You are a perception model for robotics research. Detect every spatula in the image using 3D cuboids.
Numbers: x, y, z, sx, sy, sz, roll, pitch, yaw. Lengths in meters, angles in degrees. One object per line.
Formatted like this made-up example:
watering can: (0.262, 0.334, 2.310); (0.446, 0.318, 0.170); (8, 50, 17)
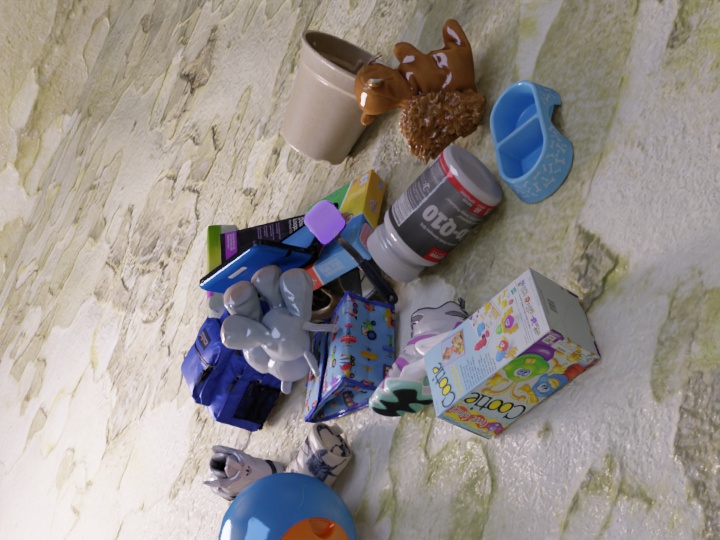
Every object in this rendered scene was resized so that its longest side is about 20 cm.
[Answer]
spatula: (-0.009, -0.025, 1.651); (0.056, 0.200, 0.021); (-43, -4, 13)

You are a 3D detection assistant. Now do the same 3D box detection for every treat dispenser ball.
treat dispenser ball: (-0.103, 0.389, 1.494); (0.200, 0.199, 0.203); (-32, 45, 38)

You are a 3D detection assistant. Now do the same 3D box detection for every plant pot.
plant pot: (-0.053, -0.303, 1.917); (0.185, 0.198, 0.201); (-61, 32, 24)

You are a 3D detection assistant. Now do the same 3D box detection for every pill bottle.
pill bottle: (0.108, -0.081, 1.593); (0.200, 0.113, 0.115); (-46, 37, 26)

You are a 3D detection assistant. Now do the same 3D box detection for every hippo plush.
hippo plush: (-0.116, 0.095, 1.677); (0.197, 0.161, 0.161); (17, 66, 15)

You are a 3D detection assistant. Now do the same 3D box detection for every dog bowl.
dog bowl: (0.242, -0.194, 1.540); (0.111, 0.049, 0.202); (-37, 41, 35)

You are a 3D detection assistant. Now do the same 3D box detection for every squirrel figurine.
squirrel figurine: (0.090, -0.274, 1.669); (0.202, 0.184, 0.142); (65, 153, 27)

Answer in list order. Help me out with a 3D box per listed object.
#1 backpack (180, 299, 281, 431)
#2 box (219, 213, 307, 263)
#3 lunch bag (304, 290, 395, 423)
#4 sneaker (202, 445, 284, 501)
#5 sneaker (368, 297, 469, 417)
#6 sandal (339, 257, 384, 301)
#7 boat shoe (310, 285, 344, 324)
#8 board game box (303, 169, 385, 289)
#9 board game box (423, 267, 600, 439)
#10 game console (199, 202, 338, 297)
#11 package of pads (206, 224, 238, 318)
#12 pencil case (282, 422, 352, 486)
backpack: (-0.202, 0.149, 1.824); (0.201, 0.166, 0.163); (-57, 40, 13)
box: (-0.152, -0.026, 1.889); (0.197, 0.036, 0.144); (-13, 49, 3)
lunch bag: (-0.032, 0.148, 1.679); (0.200, 0.093, 0.153); (-41, 40, 51)
sneaker: (-0.223, 0.337, 1.773); (0.199, 0.114, 0.076); (-14, 57, 50)
sneaker: (0.087, 0.115, 1.537); (0.199, 0.077, 0.141); (-35, 40, 23)
sandal: (0.000, -0.001, 1.744); (0.080, 0.057, 0.201); (-42, 27, 4)
boat shoe: (-0.080, 0.050, 1.800); (0.199, 0.076, 0.073); (0, 68, 54)
board game box: (-0.037, -0.065, 1.777); (0.152, 0.040, 0.202); (-29, 31, 30)
board game box: (0.190, 0.111, 1.361); (0.200, 0.102, 0.106); (-42, 39, 30)
game console: (-0.151, -0.041, 1.741); (0.199, 0.169, 0.120); (-31, 56, 46)
package of pads: (-0.247, 0.037, 1.986); (0.156, 0.067, 0.202); (87, 178, -52)
pencil case: (-0.090, 0.329, 1.628); (0.201, 0.077, 0.090); (-56, 10, 13)
